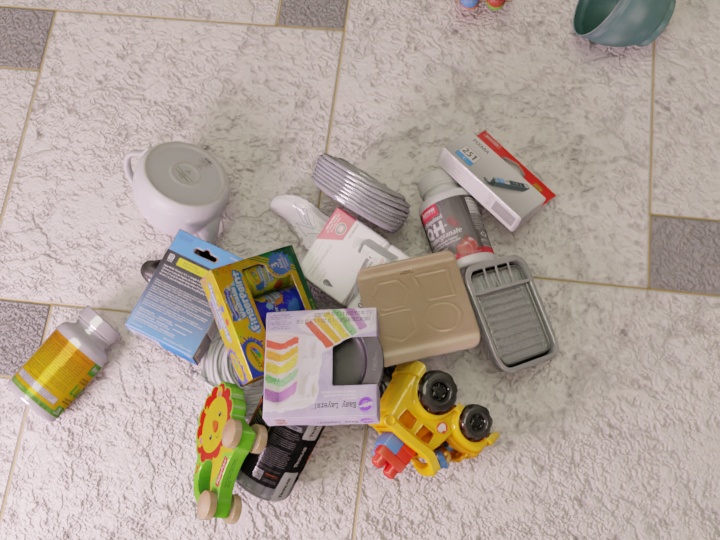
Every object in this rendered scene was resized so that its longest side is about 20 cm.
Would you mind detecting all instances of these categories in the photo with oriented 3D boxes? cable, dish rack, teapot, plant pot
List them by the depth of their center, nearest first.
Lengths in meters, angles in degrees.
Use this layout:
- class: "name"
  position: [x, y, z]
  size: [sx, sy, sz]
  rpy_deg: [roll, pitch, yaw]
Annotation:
- class: "dish rack"
  position: [0.263, 0.080, 1.644]
  size: [0.170, 0.043, 0.202]
  rpy_deg: [-12, 76, -40]
- class: "cable"
  position: [-0.191, 0.175, 1.676]
  size: [0.200, 0.069, 0.200]
  rpy_deg: [-43, 75, -10]
- class: "cable"
  position: [0.000, -0.145, 1.689]
  size: [0.198, 0.200, 0.070]
  rpy_deg: [29, 97, -17]
- class: "teapot"
  position: [-0.356, -0.141, 1.761]
  size: [0.195, 0.147, 0.202]
  rpy_deg: [8, 51, -23]
- class: "plant pot"
  position: [0.534, -0.526, 1.810]
  size: [0.133, 0.200, 0.203]
  rpy_deg: [24, 73, -16]

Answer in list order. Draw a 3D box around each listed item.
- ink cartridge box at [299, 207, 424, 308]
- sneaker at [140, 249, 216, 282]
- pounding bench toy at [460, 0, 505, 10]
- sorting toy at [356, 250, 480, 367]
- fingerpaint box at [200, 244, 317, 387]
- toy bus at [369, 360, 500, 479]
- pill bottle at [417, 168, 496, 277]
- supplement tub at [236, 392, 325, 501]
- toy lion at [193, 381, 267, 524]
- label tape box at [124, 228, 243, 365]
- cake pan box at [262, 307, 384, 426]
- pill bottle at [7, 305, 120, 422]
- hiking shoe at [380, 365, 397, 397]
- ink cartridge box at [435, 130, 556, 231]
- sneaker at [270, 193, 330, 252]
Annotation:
- class: "ink cartridge box"
  position: [0.000, 0.000, 1.680]
  size: [0.199, 0.085, 0.147]
  rpy_deg: [35, 89, -1]
- class: "sneaker"
  position: [-0.320, -0.009, 1.730]
  size: [0.197, 0.091, 0.067]
  rpy_deg: [8, 42, 4]
- class: "pounding bench toy"
  position: [0.256, -0.620, 1.891]
  size: [0.122, 0.200, 0.159]
  rpy_deg: [2, 103, 7]
- class: "sorting toy"
  position: [0.097, 0.067, 1.582]
  size: [0.182, 0.037, 0.202]
  rpy_deg: [-12, 52, -1]
- class: "fingerpaint box"
  position: [-0.164, 0.077, 1.597]
  size: [0.165, 0.073, 0.202]
  rpy_deg: [-17, 81, -30]
- class: "toy bus"
  position: [0.108, 0.280, 1.551]
  size: [0.199, 0.136, 0.193]
  rpy_deg: [40, 70, -9]
- class: "pill bottle"
  position: [0.174, -0.085, 1.714]
  size: [0.109, 0.111, 0.202]
  rpy_deg: [-17, 71, -2]
- class: "supplement tub"
  position: [-0.135, 0.282, 1.573]
  size: [0.122, 0.122, 0.202]
  rpy_deg: [30, 102, 14]
- class: "toy lion"
  position: [-0.238, 0.298, 1.552]
  size: [0.068, 0.191, 0.203]
  rpy_deg: [17, 94, -31]
- class: "label tape box"
  position: [-0.311, 0.048, 1.658]
  size: [0.143, 0.063, 0.202]
  rpy_deg: [24, 73, 10]
- class: "cake pan box"
  position: [-0.058, 0.157, 1.493]
  size: [0.197, 0.052, 0.187]
  rpy_deg: [-1, 69, 7]
- class: "pill bottle"
  position: [-0.539, 0.167, 1.682]
  size: [0.111, 0.111, 0.201]
  rpy_deg: [37, 78, 15]
- class: "hiking shoe"
  position: [0.017, 0.196, 1.659]
  size: [0.200, 0.076, 0.101]
  rpy_deg: [45, 71, 7]
- class: "ink cartridge box"
  position: [0.266, -0.186, 1.727]
  size: [0.200, 0.045, 0.176]
  rpy_deg: [44, 49, 13]
- class: "sneaker"
  position: [-0.095, -0.079, 1.755]
  size: [0.198, 0.075, 0.088]
  rpy_deg: [30, 81, 14]
